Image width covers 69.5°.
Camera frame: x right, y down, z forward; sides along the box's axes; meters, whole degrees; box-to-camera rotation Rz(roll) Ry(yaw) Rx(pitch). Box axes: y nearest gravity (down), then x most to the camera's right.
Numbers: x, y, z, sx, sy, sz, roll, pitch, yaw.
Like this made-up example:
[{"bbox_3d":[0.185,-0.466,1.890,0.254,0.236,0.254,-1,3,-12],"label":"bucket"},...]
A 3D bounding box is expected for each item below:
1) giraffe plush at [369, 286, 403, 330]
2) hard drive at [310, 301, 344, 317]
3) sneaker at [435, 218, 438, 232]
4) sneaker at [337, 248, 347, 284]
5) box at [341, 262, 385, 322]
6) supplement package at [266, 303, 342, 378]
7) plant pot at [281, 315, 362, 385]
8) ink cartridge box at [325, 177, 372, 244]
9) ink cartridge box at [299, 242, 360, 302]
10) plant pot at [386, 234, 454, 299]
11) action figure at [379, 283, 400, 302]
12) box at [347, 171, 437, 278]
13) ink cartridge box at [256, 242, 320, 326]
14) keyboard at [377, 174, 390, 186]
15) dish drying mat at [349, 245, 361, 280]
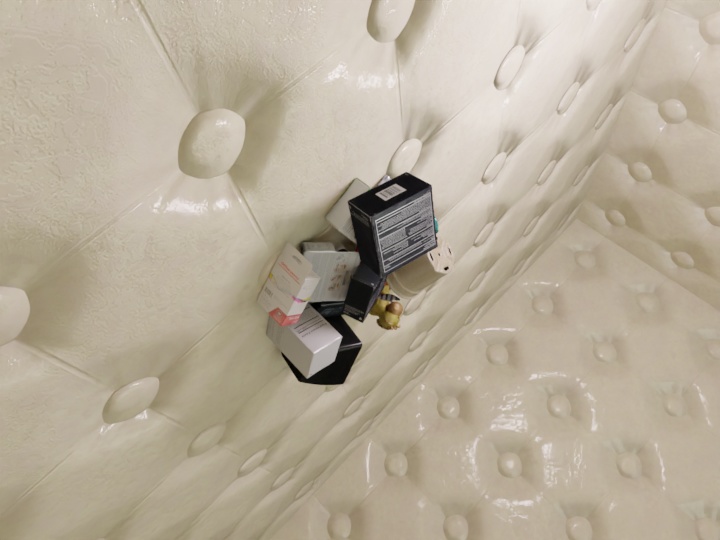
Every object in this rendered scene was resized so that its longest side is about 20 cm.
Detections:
[{"bbox_3d":[0.087,0.145,1.952,0.172,0.162,0.201,-19,141,-48],"label":"giraffe plush"},{"bbox_3d":[-0.067,0.114,1.675,0.199,0.033,0.139,-4,160,-30],"label":"hard drive"},{"bbox_3d":[0.219,-0.133,1.889,0.120,0.084,0.201,-12,136,-39],"label":"sneaker"},{"bbox_3d":[-0.054,0.007,1.634,0.115,0.076,0.201,-43,152,-9],"label":"sneaker"},{"bbox_3d":[0.025,0.036,1.559,0.200,0.078,0.142,-55,168,-53],"label":"box"},{"bbox_3d":[-0.171,0.196,1.557,0.119,0.200,0.122,-26,147,-39],"label":"supplement package"},{"bbox_3d":[-0.143,0.261,1.720,0.176,0.200,0.200,-8,134,-40],"label":"plant pot"},{"bbox_3d":[0.021,-0.142,1.474,0.146,0.084,0.200,-52,136,4],"label":"ink cartridge box"},{"bbox_3d":[-0.101,0.008,1.509,0.172,0.044,0.201,-1,132,-23],"label":"ink cartridge box"},{"bbox_3d":[0.204,-0.025,1.726,0.200,0.202,0.183,-23,178,-44],"label":"plant pot"},{"bbox_3d":[0.038,0.060,1.774,0.192,0.105,0.201,-6,148,-16],"label":"action figure"},{"bbox_3d":[0.089,-0.123,1.391,0.199,0.123,0.200,-28,129,-20],"label":"box"},{"bbox_3d":[-0.187,0.035,1.406,0.067,0.116,0.201,-4,130,-55],"label":"ink cartridge box"},{"bbox_3d":[0.128,-0.199,1.559,0.200,0.011,0.056,42,76,-22],"label":"keyboard"},{"bbox_3d":[0.000,0.000,1.666,0.076,0.018,0.201,-13,129,-34],"label":"dish drying mat"}]
